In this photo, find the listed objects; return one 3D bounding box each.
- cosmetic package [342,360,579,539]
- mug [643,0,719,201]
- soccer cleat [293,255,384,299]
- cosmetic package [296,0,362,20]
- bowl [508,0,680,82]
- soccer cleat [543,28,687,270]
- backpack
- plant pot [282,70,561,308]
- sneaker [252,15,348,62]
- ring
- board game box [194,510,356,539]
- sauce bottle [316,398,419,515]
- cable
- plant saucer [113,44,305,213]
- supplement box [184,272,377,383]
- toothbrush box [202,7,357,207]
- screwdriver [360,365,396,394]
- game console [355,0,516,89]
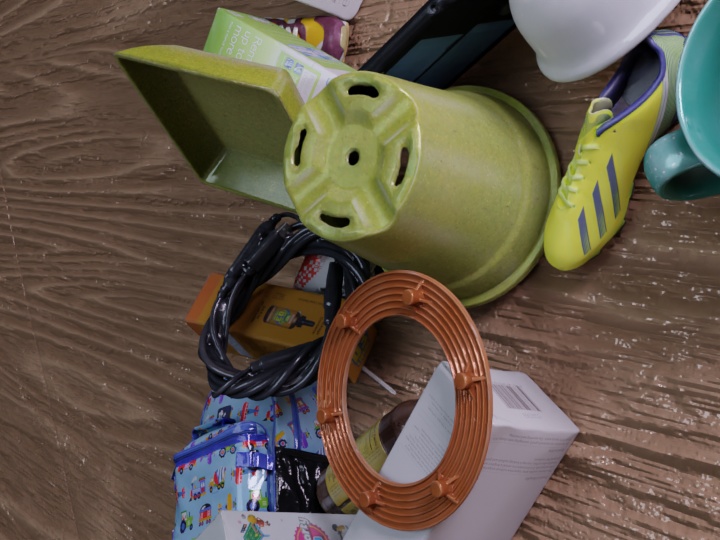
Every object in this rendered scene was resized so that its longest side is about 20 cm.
[{"bbox_3d":[0.076,0.182,0.830,0.081,0.112,0.202,49,117,44],"label":"cosmetic package"},{"bbox_3d":[0.282,-0.114,0.637,0.184,0.113,0.154,9,89,53],"label":"mug"},{"bbox_3d":[0.000,0.000,1.007,0.199,0.068,0.086,-37,50,35],"label":"soccer cleat"},{"bbox_3d":[-0.078,-0.406,1.094,0.168,0.198,0.167,-58,43,26],"label":"cosmetic package"},{"bbox_3d":[0.175,-0.253,0.769,0.201,0.090,0.202,-48,23,28],"label":"bowl"},{"bbox_3d":[0.186,-0.093,0.777,0.065,0.083,0.202,50,120,44],"label":"soccer cleat"},{"bbox_3d":[-0.108,0.190,1.046,0.182,0.133,0.203,-22,62,46],"label":"backpack"},{"bbox_3d":[0.039,-0.078,0.838,0.198,0.183,0.204,-6,80,33],"label":"plant pot"},{"bbox_3d":[-0.096,-0.257,1.169,0.199,0.089,0.076,1,82,52],"label":"sneaker"},{"bbox_3d":[0.025,0.101,0.794,0.199,0.019,0.204,-3,86,48],"label":"ring"},{"bbox_3d":[-0.072,0.281,0.921,0.148,0.198,0.065,-48,46,34],"label":"board game box"},{"bbox_3d":[0.037,0.162,0.923,0.200,0.064,0.065,-44,50,35],"label":"sauce bottle"},{"bbox_3d":[-0.074,0.045,0.973,0.162,0.051,0.201,30,81,32],"label":"cable"},{"bbox_3d":[-0.110,-0.139,0.969,0.198,0.200,0.048,19,66,30],"label":"plant saucer"},{"bbox_3d":[-0.083,0.058,1.041,0.198,0.069,0.067,10,60,37],"label":"supplement box"},{"bbox_3d":[-0.085,-0.170,1.084,0.199,0.086,0.147,34,110,25],"label":"toothbrush box"},{"bbox_3d":[-0.022,0.079,1.045,0.199,0.028,0.029,28,132,52],"label":"screwdriver"},{"bbox_3d":[0.061,-0.188,0.894,0.200,0.176,0.031,-39,84,40],"label":"game console"}]
